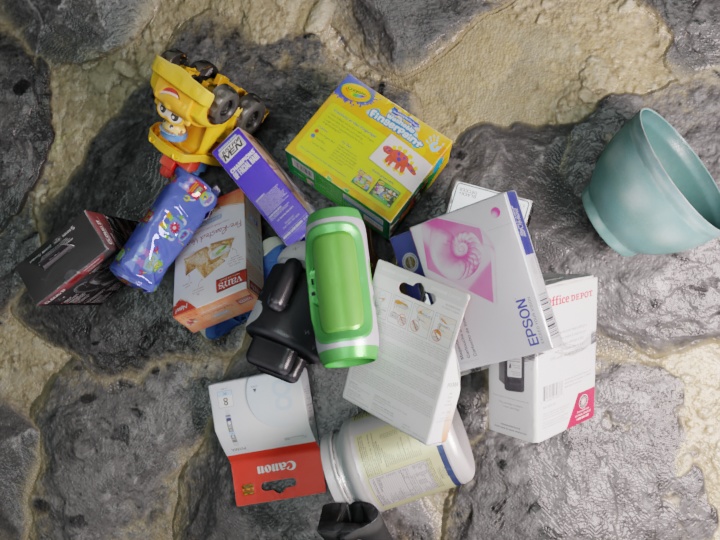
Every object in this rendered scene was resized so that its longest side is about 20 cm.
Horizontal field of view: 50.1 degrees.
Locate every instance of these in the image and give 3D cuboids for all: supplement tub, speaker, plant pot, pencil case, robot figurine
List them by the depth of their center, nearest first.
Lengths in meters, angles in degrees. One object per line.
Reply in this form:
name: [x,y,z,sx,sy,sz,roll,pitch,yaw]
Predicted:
speaker: [-0.025,0.023,1.023,0.087,0.088,0.203,-10,76,12]
plant pot: [0.394,-0.103,1.068,0.134,0.199,0.202,-37,79,36]
robot figurine: [-0.088,0.057,1.113,0.124,0.150,0.202,29,72,-16]
supplement tub: [0.054,0.267,1.132,0.198,0.145,0.147,-22,83,11]
pencil case: [-0.296,-0.059,1.179,0.078,0.087,0.201,21,75,54]

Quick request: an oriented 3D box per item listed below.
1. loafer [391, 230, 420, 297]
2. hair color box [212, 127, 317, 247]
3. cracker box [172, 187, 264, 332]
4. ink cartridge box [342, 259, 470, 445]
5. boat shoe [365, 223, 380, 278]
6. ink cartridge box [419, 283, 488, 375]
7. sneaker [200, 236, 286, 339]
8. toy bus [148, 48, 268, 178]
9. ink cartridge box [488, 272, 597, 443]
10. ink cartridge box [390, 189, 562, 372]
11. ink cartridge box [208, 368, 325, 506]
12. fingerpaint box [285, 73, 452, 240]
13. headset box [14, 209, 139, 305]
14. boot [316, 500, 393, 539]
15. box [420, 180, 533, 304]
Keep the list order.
loafer: [0.046,0.043,1.096,0.069,0.075,0.203,6,89,10]
hair color box: [-0.136,-0.123,1.215,0.065,0.109,0.200,-42,80,7]
cracker box: [-0.221,-0.019,1.202,0.132,0.058,0.202,-21,53,17]
ink cartridge box: [0.066,0.105,1.023,0.161,0.050,0.203,22,99,40]
boat shoe: [0.000,0.000,1.206,0.067,0.072,0.203,8,79,-20]
ink cartridge box: [0.140,0.082,1.154,0.197,0.084,0.148,-18,84,11]
sneaker: [-0.163,0.054,1.224,0.200,0.077,0.111,-48,65,0]
toy bus: [-0.266,-0.226,1.211,0.135,0.200,0.193,37,103,14]
ink cartridge box: [0.246,0.109,1.038,0.083,0.144,0.203,7,101,47]
ink cartridge box: [0.135,0.024,0.983,0.198,0.043,0.199,-20,86,34]
ink cartridge box: [-0.149,0.266,1.228,0.158,0.047,0.203,-12,82,11]
fingerpaint box: [0.013,-0.175,1.180,0.199,0.074,0.168,34,74,12]
headset box: [-0.433,-0.015,1.229,0.148,0.200,0.078,-37,80,9]
boot: [0.047,0.400,1.112,0.163,0.066,0.202,-18,121,11]
box: [0.161,-0.011,1.083,0.115,0.060,0.203,15,87,14]
